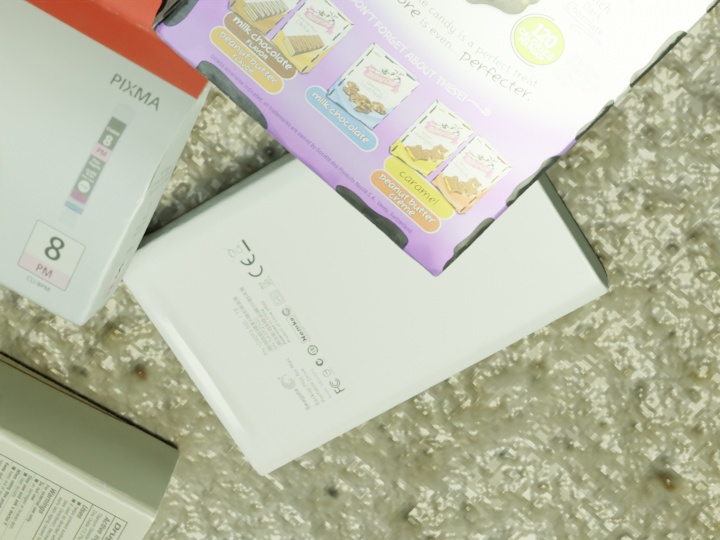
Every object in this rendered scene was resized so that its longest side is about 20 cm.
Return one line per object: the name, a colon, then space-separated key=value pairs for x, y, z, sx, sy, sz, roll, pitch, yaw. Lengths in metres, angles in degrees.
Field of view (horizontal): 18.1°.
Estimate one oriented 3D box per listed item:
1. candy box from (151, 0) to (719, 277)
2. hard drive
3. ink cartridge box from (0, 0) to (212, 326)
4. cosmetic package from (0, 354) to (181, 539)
candy box: x=0.040 y=-0.127 z=0.967 sx=0.168 sy=0.072 sz=0.200 roll=41 pitch=110 yaw=-15
hard drive: x=0.000 y=0.000 z=1.083 sx=0.199 sy=0.026 sz=0.132 roll=-29 pitch=106 yaw=17
ink cartridge box: x=-0.153 y=-0.098 z=1.038 sx=0.162 sy=0.057 sz=0.201 roll=29 pitch=116 yaw=3
cosmetic package: x=-0.202 y=0.096 z=1.122 sx=0.199 sy=0.073 sz=0.104 roll=29 pitch=112 yaw=-6
